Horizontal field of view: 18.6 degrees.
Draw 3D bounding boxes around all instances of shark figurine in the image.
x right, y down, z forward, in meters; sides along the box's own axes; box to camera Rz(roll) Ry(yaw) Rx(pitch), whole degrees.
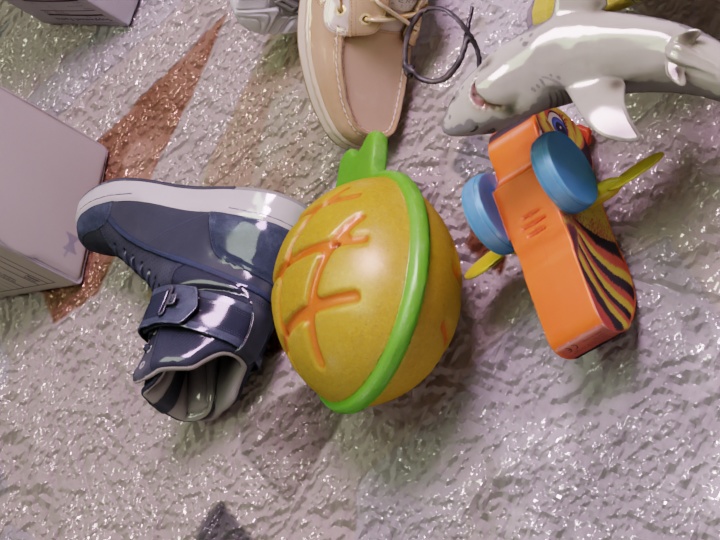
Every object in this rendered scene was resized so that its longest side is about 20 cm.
[{"bbox_3d":[0.165,-0.094,1.155,0.214,0.089,0.129,21,86,21],"label":"shark figurine"}]

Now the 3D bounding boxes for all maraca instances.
[{"bbox_3d":[0.000,0.000,1.294,0.137,0.107,0.200,-59,24,24],"label":"maraca"}]

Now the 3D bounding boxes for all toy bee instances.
[{"bbox_3d":[0.112,-0.052,1.231,0.130,0.109,0.201,-7,89,33],"label":"toy bee"}]

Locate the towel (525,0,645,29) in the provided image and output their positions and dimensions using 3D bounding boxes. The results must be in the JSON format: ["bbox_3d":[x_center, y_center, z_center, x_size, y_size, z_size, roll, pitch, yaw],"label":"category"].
[{"bbox_3d":[0.190,-0.191,1.212,0.199,0.023,0.144,-18,20,37],"label":"towel"}]

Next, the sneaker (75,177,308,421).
[{"bbox_3d":[-0.131,0.019,1.427,0.202,0.077,0.147,3,68,43],"label":"sneaker"}]

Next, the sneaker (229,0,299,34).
[{"bbox_3d":[-0.019,-0.244,1.471,0.200,0.078,0.099,-47,37,2],"label":"sneaker"}]

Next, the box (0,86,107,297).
[{"bbox_3d":[-0.300,-0.050,1.587,0.199,0.128,0.110,-9,62,40],"label":"box"}]

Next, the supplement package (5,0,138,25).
[{"bbox_3d":[-0.252,-0.270,1.603,0.109,0.200,0.114,8,76,46],"label":"supplement package"}]

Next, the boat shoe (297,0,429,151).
[{"bbox_3d":[0.008,-0.176,1.369,0.069,0.073,0.201,-3,89,50],"label":"boat shoe"}]
